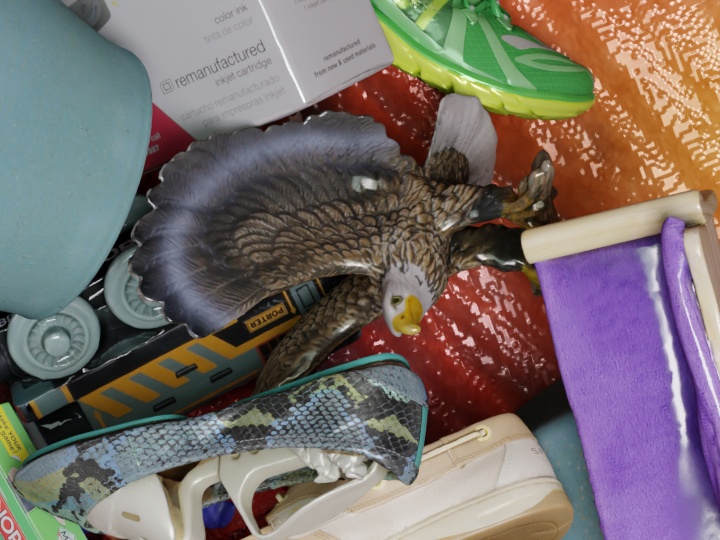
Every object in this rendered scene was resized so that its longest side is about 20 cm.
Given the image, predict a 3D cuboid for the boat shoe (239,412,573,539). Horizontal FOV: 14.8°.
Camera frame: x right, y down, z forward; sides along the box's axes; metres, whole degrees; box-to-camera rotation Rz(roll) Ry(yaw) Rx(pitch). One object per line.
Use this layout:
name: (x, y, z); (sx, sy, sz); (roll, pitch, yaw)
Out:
boat shoe: (-0.005, 0.120, 1.275); (0.199, 0.074, 0.069); (-17, 61, -5)

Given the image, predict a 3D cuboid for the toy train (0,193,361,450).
toy train: (-0.094, 0.021, 1.373); (0.200, 0.085, 0.114); (-28, 119, -3)

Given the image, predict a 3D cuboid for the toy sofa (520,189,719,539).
toy sofa: (0.133, 0.069, 1.215); (0.083, 0.098, 0.201); (-13, 95, 15)

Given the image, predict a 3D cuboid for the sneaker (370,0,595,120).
sneaker: (0.036, -0.139, 1.378); (0.200, 0.074, 0.084); (31, 96, -6)

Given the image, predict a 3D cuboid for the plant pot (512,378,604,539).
plant pot: (0.165, 0.125, 1.357); (0.199, 0.196, 0.197); (-11, 96, 7)

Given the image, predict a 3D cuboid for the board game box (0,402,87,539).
board game box: (-0.164, 0.182, 1.317); (0.135, 0.029, 0.200); (-39, 76, 35)

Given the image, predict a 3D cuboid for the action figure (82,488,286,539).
action figure: (-0.117, 0.122, 1.396); (0.199, 0.065, 0.052); (-4, 73, -2)

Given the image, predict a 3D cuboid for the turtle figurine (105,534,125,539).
turtle figurine: (-0.030, 0.179, 1.354); (0.199, 0.065, 0.162); (6, 139, 6)

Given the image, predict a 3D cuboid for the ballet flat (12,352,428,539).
ballet flat: (-0.063, 0.093, 1.235); (0.200, 0.074, 0.074); (-18, 96, 18)

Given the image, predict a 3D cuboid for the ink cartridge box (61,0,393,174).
ink cartridge box: (-0.094, -0.159, 1.329); (0.147, 0.086, 0.200); (-19, 99, 39)

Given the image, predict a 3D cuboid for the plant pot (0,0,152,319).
plant pot: (-0.203, -0.069, 1.248); (0.188, 0.200, 0.201); (21, 93, -27)

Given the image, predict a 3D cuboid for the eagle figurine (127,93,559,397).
eagle figurine: (0.000, 0.001, 1.294); (0.199, 0.151, 0.152); (-14, 83, 4)
